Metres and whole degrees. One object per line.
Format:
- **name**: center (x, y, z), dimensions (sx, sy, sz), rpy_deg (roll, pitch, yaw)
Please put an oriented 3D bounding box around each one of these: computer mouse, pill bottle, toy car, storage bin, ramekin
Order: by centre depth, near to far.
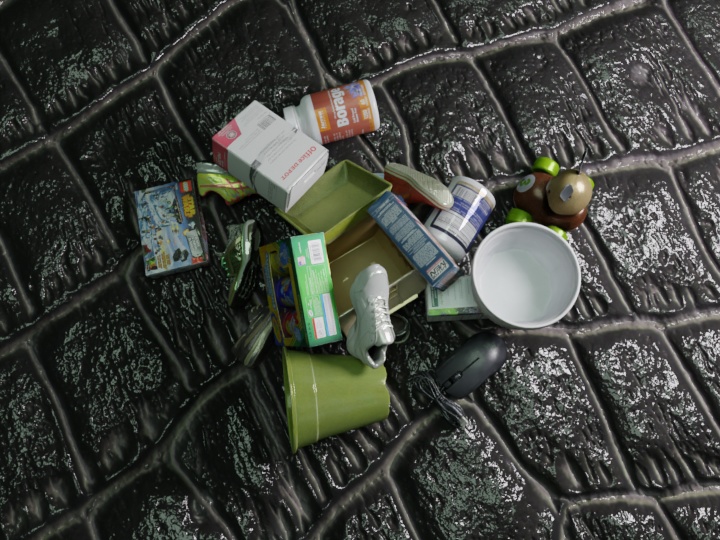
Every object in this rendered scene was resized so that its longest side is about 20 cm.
- **ramekin**: center (0.302, 0.018, 1.162), dimensions (0.199, 0.105, 0.202), rpy_deg (0, 76, 1)
- **computer mouse**: center (0.216, 0.202, 1.228), dimensions (0.200, 0.053, 0.139), rpy_deg (-43, 76, -8)
- **toy car**: center (0.400, -0.163, 1.237), dimensions (0.157, 0.200, 0.165), rpy_deg (28, 78, 10)
- **storage bin**: center (0.000, 0.000, 1.238), dimensions (0.198, 0.094, 0.200), rpy_deg (-31, 53, -5)
- **pill bottle**: center (0.186, -0.086, 1.276), dimensions (0.111, 0.111, 0.201), rpy_deg (31, 79, 11)
- **pill bottle**: center (-0.065, -0.342, 1.356), dimensions (0.199, 0.112, 0.113), rpy_deg (-16, 75, -1)

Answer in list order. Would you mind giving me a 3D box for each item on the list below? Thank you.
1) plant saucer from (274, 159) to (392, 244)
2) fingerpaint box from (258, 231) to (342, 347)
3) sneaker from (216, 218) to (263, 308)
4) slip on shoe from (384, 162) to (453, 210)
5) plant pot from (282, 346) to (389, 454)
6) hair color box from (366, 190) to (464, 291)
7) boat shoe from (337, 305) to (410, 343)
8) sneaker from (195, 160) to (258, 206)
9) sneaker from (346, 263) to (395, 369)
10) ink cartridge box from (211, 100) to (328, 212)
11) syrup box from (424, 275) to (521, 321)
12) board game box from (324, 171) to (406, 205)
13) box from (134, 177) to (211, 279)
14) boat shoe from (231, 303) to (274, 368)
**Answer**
- **plant saucer**: center (-0.054, -0.134, 1.270), dimensions (0.200, 0.048, 0.200), rpy_deg (-36, 38, -12)
- **fingerpaint box**: center (-0.119, 0.040, 1.163), dimensions (0.073, 0.167, 0.201), rpy_deg (-10, 91, -29)
- **sneaker**: center (-0.267, -0.015, 1.312), dimensions (0.088, 0.077, 0.201), rpy_deg (2, 70, 17)
- **slip on shoe**: center (0.117, -0.165, 1.273), dimensions (0.200, 0.074, 0.062), rpy_deg (36, 123, 42)
- **plant pot**: center (-0.047, 0.236, 1.178), dimensions (0.189, 0.200, 0.201), rpy_deg (-5, 75, -10)
- **hair color box**: center (0.107, -0.056, 1.178), dimensions (0.060, 0.100, 0.200), rpy_deg (-42, 72, 11)
- **boat shoe**: center (0.004, 0.101, 1.260), dimensions (0.199, 0.068, 0.072), rpy_deg (11, 78, 7)
- **sneaker**: center (-0.266, -0.185, 1.354), dimensions (0.199, 0.078, 0.091), rpy_deg (11, 102, 1)
- **sneaker**: center (0.032, 0.087, 1.103), dimensions (0.077, 0.201, 0.099), rpy_deg (-13, 31, -28)
- **ink cartridge box**: center (-0.187, -0.239, 1.283), dimensions (0.199, 0.085, 0.146), rpy_deg (35, 61, 9)
- **syrup box**: center (0.232, 0.055, 1.251), dimensions (0.198, 0.081, 0.079), rpy_deg (-4, 76, 4)
- **board game box**: center (0.003, -0.166, 1.354), dimensions (0.198, 0.019, 0.104), rpy_deg (2, 74, 4)
- **box**: center (-0.413, -0.093, 1.347), dimensions (0.136, 0.040, 0.201), rpy_deg (-13, 75, 1)
- **boat shoe**: center (-0.200, 0.102, 1.267), dimensions (0.073, 0.075, 0.201), rpy_deg (29, 77, 10)
